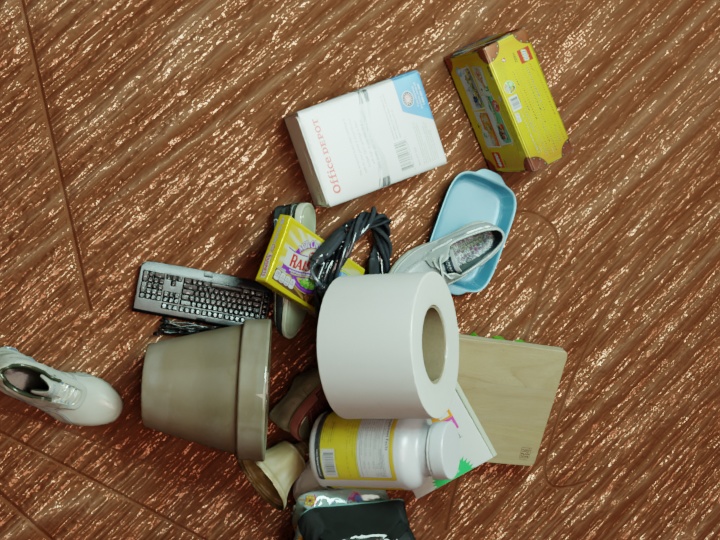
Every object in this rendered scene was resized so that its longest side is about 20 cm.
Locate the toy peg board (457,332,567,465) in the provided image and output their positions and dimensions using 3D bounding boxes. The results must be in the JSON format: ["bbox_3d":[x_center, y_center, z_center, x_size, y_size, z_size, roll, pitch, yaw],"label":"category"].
[{"bbox_3d":[0.193,0.189,1.818,0.200,0.098,0.200,8,107,-19],"label":"toy peg board"}]

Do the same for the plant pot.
[{"bbox_3d":[-0.215,0.166,1.628,0.173,0.200,0.201,2,94,-2],"label":"plant pot"}]

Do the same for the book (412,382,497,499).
[{"bbox_3d":[0.094,0.216,1.708,0.133,0.048,0.200,-32,80,14],"label":"book"}]

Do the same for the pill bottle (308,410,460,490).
[{"bbox_3d":[0.035,0.256,1.648,0.200,0.112,0.112,-3,97,23],"label":"pill bottle"}]

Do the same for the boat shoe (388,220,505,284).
[{"bbox_3d":[0.129,-0.016,1.738,0.201,0.071,0.070,-31,102,-14],"label":"boat shoe"}]

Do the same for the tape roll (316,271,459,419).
[{"bbox_3d":[0.041,0.104,1.597,0.139,0.203,0.203,-3,97,22],"label":"tape roll"}]

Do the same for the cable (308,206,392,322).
[{"bbox_3d":[0.000,0.000,1.704,0.200,0.051,0.163,-51,133,-36],"label":"cable"}]

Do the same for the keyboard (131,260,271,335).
[{"bbox_3d":[-0.227,0.053,1.679,0.200,0.040,0.104,10,90,-18],"label":"keyboard"}]

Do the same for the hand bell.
[{"bbox_3d":[-0.074,0.257,1.733,0.200,0.104,0.104,-37,105,-24],"label":"hand bell"}]

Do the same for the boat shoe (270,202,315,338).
[{"bbox_3d":[-0.113,-0.002,1.703,0.066,0.074,0.200,7,95,23],"label":"boat shoe"}]

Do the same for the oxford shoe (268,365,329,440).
[{"bbox_3d":[-0.060,0.160,1.730,0.200,0.075,0.071,-47,143,-29],"label":"oxford shoe"}]

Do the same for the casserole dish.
[{"bbox_3d":[0.166,-0.061,1.805,0.121,0.039,0.200,21,88,-19],"label":"casserole dish"}]

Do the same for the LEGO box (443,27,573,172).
[{"bbox_3d":[0.223,-0.253,1.751,0.077,0.149,0.200,-28,103,-15],"label":"LEGO box"}]

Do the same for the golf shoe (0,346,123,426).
[{"bbox_3d":[-0.420,0.170,1.593,0.200,0.097,0.078,22,85,-21],"label":"golf shoe"}]

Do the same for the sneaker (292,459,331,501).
[{"bbox_3d":[-0.008,0.299,1.746,0.200,0.088,0.075,-28,104,-14],"label":"sneaker"}]

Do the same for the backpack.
[{"bbox_3d":[-0.023,0.415,1.708,0.175,0.153,0.200,-5,133,-20],"label":"backpack"}]

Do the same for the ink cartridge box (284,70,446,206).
[{"bbox_3d":[0.007,-0.195,1.715,0.200,0.086,0.147,-21,100,-15],"label":"ink cartridge box"}]

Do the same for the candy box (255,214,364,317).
[{"bbox_3d":[-0.069,0.005,1.678,0.200,0.026,0.102,35,68,-49],"label":"candy box"}]
